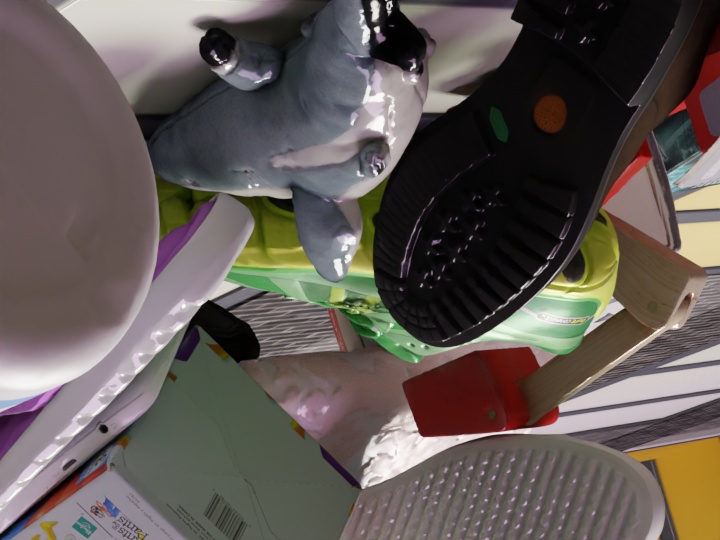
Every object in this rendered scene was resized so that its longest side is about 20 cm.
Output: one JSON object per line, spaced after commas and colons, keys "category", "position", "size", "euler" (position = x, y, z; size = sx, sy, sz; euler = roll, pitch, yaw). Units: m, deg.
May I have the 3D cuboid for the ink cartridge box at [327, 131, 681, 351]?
{"category": "ink cartridge box", "position": [0.060, -0.009, 1.185], "size": [0.146, 0.085, 0.200], "euler": [-15, 168, -6]}

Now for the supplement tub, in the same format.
{"category": "supplement tub", "position": [-0.170, 0.000, 0.752], "size": [0.200, 0.132, 0.132], "euler": [-23, 167, 39]}

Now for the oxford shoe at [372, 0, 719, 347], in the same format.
{"category": "oxford shoe", "position": [0.074, -0.049, 0.880], "size": [0.084, 0.073, 0.200], "euler": [-24, 156, -52]}

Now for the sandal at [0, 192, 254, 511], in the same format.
{"category": "sandal", "position": [-0.116, 0.032, 0.935], "size": [0.203, 0.050, 0.082], "euler": [-44, -171, 24]}

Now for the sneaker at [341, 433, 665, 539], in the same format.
{"category": "sneaker", "position": [0.055, 0.108, 1.083], "size": [0.200, 0.074, 0.082], "euler": [-12, 179, 37]}

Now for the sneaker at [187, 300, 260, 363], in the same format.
{"category": "sneaker", "position": [-0.098, 0.102, 1.182], "size": [0.098, 0.200, 0.071], "euler": [14, -176, 20]}

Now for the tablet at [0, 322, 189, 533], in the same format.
{"category": "tablet", "position": [-0.114, 0.045, 1.053], "size": [0.130, 0.014, 0.200], "euler": [-39, -166, 21]}

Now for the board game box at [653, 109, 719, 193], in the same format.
{"category": "board game box", "position": [0.219, -0.082, 1.184], "size": [0.135, 0.028, 0.200], "euler": [-11, 169, -23]}

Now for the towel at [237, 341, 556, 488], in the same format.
{"category": "towel", "position": [-0.018, 0.110, 1.155], "size": [0.200, 0.032, 0.191], "euler": [-5, 133, -33]}

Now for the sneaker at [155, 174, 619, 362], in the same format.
{"category": "sneaker", "position": [0.000, 0.000, 0.981], "size": [0.200, 0.074, 0.084], "euler": [10, 135, 10]}

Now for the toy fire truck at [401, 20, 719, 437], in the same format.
{"category": "toy fire truck", "position": [0.099, -0.020, 1.020], "size": [0.200, 0.141, 0.049], "euler": [-21, 168, 31]}

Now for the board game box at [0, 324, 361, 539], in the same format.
{"category": "board game box", "position": [-0.114, 0.131, 1.045], "size": [0.200, 0.105, 0.103], "euler": [-35, -164, 33]}

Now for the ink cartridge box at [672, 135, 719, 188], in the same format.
{"category": "ink cartridge box", "position": [0.188, -0.108, 0.816], "size": [0.176, 0.084, 0.200], "euler": [-18, 170, -9]}

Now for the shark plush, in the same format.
{"category": "shark plush", "position": [-0.022, -0.058, 0.861], "size": [0.083, 0.091, 0.200], "euler": [18, 170, -8]}
